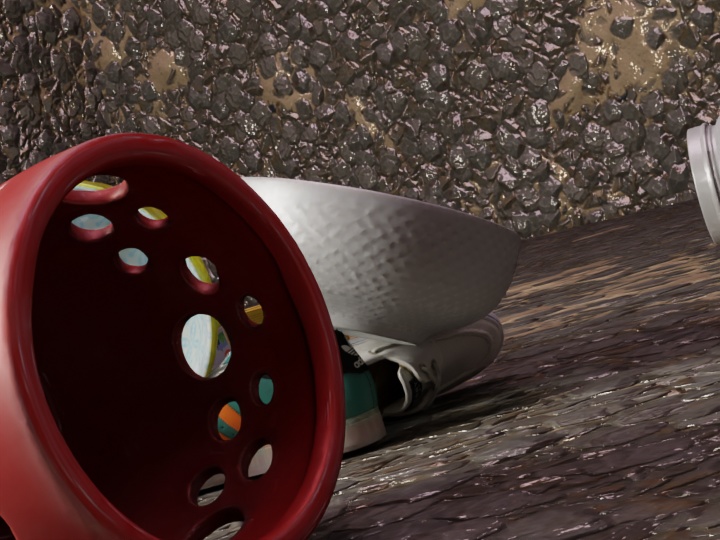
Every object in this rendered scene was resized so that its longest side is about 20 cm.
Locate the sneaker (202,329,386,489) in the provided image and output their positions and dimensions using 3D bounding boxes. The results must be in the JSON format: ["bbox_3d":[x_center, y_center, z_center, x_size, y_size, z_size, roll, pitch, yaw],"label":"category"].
[{"bbox_3d":[-0.087,0.091,1.067,0.199,0.080,0.071,-15,3,7],"label":"sneaker"}]

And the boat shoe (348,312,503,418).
[{"bbox_3d":[0.023,0.074,1.156,0.199,0.071,0.070,-12,28,-28],"label":"boat shoe"}]

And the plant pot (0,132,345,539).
[{"bbox_3d":[-0.133,0.060,0.770,0.182,0.201,0.200,-23,-3,39],"label":"plant pot"}]

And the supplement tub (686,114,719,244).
[{"bbox_3d":[0.440,-0.109,1.692,0.199,0.145,0.145,-14,2,19],"label":"supplement tub"}]

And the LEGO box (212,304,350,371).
[{"bbox_3d":[-0.124,0.084,1.367,0.149,0.078,0.200,-21,-3,40],"label":"LEGO box"}]

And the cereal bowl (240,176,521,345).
[{"bbox_3d":[0.000,0.000,1.099,0.199,0.084,0.200,11,-4,1],"label":"cereal bowl"}]

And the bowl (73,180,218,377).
[{"bbox_3d":[-0.188,0.026,1.203,0.199,0.201,0.108,-14,10,13],"label":"bowl"}]
